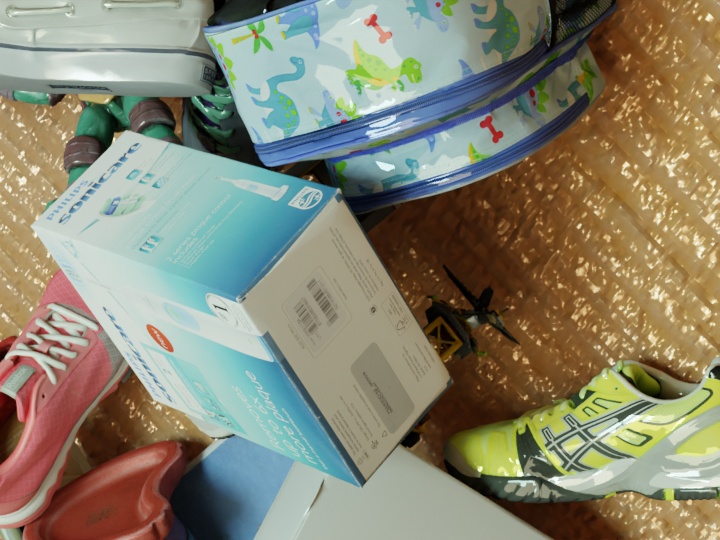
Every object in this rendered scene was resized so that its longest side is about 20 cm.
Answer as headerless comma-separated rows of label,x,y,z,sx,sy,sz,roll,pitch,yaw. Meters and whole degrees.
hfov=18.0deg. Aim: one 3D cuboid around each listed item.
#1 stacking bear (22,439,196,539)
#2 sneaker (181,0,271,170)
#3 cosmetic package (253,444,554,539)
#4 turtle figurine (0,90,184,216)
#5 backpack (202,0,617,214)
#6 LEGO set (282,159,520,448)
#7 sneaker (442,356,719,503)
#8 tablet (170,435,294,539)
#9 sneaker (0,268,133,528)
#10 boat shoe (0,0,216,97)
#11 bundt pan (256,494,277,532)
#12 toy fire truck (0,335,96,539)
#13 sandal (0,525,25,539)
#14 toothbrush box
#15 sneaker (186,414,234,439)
stacking bear,-0.135,0.236,1.517,0.113,0.122,0.201,-19,112,12
sneaker,-0.087,-0.117,1.365,0.074,0.087,0.201,29,122,21
cosmetic package,0.042,0.180,1.328,0.199,0.108,0.085,33,165,-12
turtle figurine,-0.158,-0.126,1.387,0.149,0.100,0.201,-36,53,31
backpack,0.030,-0.116,1.216,0.182,0.200,0.148,-14,101,36
LEGO set,0.000,0.000,1.364,0.200,0.116,0.154,48,154,7
sneaker,0.140,0.090,1.316,0.198,0.075,0.077,-6,98,25
tablet,-0.063,0.170,1.515,0.130,0.014,0.200,52,129,5
sneaker,-0.201,0.070,1.473,0.073,0.087,0.201,21,79,14
boat shoe,-0.179,-0.138,1.292,0.198,0.072,0.066,3,85,9
bundt pan,0.002,0.228,1.444,0.200,0.076,0.203,15,121,25
toy fire truck,-0.218,0.161,1.594,0.200,0.049,0.141,45,128,11
sandal,-0.238,0.231,1.548,0.057,0.080,0.203,-10,110,-8
toothbrush box,-0.066,0.017,1.244,0.199,0.085,0.147,19,149,48
sneaker,-0.131,0.022,1.455,0.075,0.087,0.201,-15,101,36
